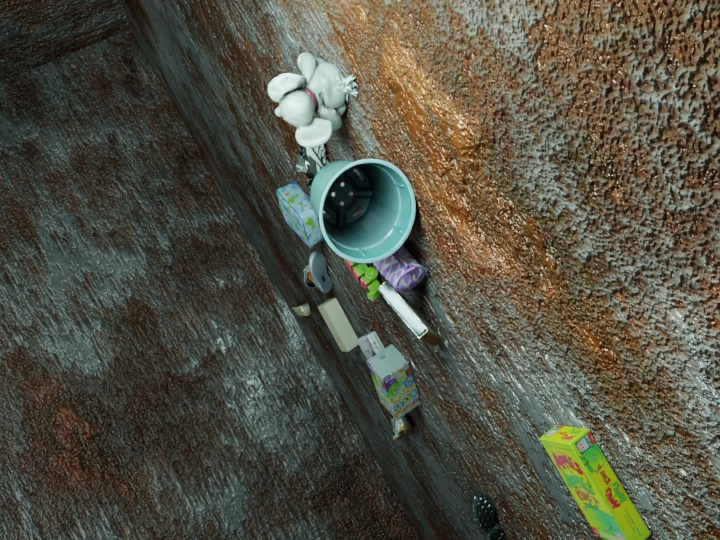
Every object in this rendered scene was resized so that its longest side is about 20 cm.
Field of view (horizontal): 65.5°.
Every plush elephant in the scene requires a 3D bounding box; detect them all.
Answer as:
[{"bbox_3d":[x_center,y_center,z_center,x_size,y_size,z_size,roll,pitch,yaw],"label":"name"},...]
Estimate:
[{"bbox_3d":[-0.107,-0.341,1.129,0.200,0.153,0.167,29,146,62],"label":"plush elephant"}]

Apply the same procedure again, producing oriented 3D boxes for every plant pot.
[{"bbox_3d":[-0.013,-0.142,1.161,0.203,0.198,0.196,67,170,-25],"label":"plant pot"}]

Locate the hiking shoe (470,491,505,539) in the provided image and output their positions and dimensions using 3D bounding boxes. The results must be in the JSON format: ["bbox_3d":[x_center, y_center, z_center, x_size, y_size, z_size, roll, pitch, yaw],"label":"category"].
[{"bbox_3d":[0.368,0.743,1.699,0.086,0.074,0.202,25,142,62],"label":"hiking shoe"}]

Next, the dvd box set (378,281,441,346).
[{"bbox_3d":[0.118,0.105,1.293,0.147,0.029,0.200,50,-176,20],"label":"dvd box set"}]

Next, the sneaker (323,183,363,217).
[{"bbox_3d":[-0.039,-0.143,1.364,0.202,0.104,0.075,59,162,-1],"label":"sneaker"}]

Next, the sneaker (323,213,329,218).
[{"bbox_3d":[-0.063,-0.121,1.500,0.200,0.090,0.077,46,161,45],"label":"sneaker"}]

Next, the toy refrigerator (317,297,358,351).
[{"bbox_3d":[-0.082,0.210,2.176,0.202,0.069,0.076,61,157,-5],"label":"toy refrigerator"}]

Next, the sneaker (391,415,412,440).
[{"bbox_3d":[0.153,0.581,2.119,0.201,0.074,0.089,97,155,-60],"label":"sneaker"}]

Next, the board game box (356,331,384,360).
[{"bbox_3d":[0.047,0.284,1.960,0.128,0.034,0.200,60,164,3],"label":"board game box"}]

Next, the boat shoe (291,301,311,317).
[{"bbox_3d":[-0.293,0.200,2.794,0.070,0.073,0.200,67,163,-4],"label":"boat shoe"}]

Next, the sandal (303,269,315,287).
[{"bbox_3d":[-0.192,0.031,2.215,0.080,0.059,0.206,64,164,-13],"label":"sandal"}]

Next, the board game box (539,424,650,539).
[{"bbox_3d":[0.409,0.376,0.985,0.202,0.047,0.102,60,164,3],"label":"board game box"}]

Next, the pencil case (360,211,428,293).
[{"bbox_3d":[0.063,-0.039,1.261,0.200,0.083,0.086,50,172,34],"label":"pencil case"}]

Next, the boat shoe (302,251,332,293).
[{"bbox_3d":[-0.164,-0.004,2.034,0.085,0.075,0.203,28,155,32],"label":"boat shoe"}]

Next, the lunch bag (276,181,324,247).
[{"bbox_3d":[-0.191,-0.179,1.807,0.200,0.082,0.162,47,158,40],"label":"lunch bag"}]

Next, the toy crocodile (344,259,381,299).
[{"bbox_3d":[0.000,0.000,1.565,0.201,0.061,0.068,53,162,27],"label":"toy crocodile"}]

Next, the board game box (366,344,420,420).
[{"bbox_3d":[0.107,0.356,1.777,0.103,0.104,0.202,40,155,48],"label":"board game box"}]

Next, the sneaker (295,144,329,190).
[{"bbox_3d":[-0.130,-0.289,1.412,0.066,0.090,0.202,34,150,54],"label":"sneaker"}]
